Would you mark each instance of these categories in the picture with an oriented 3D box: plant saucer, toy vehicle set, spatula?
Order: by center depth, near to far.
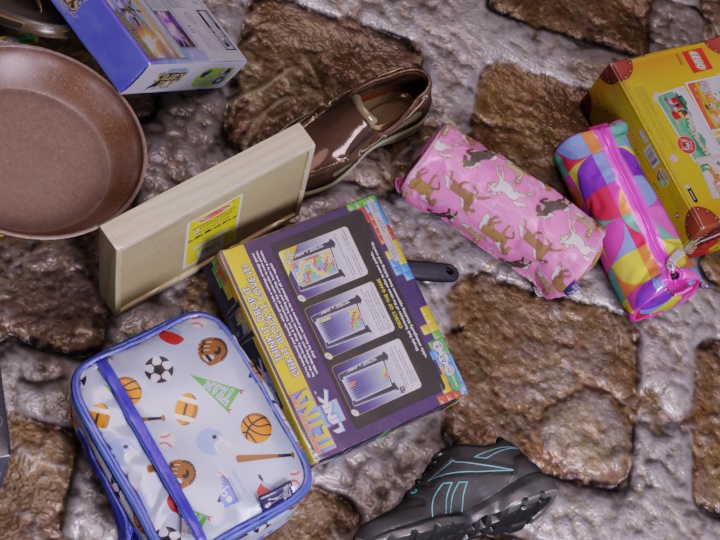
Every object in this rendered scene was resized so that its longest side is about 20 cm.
[{"bbox_3d":[-0.279,-0.100,1.328,0.200,0.037,0.201,13,53,-17],"label":"plant saucer"},{"bbox_3d":[-0.133,-0.043,1.375,0.200,0.124,0.027,-30,71,-23],"label":"toy vehicle set"},{"bbox_3d":[0.000,0.000,1.472,0.199,0.021,0.057,1,59,-19],"label":"spatula"}]

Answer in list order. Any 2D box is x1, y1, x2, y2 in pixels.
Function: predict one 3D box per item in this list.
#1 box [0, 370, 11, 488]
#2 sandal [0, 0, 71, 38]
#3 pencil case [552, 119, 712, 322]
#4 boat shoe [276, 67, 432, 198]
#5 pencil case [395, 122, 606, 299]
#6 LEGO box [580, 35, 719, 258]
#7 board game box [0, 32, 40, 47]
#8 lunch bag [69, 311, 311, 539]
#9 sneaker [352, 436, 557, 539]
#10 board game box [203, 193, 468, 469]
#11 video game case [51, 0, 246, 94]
[{"bbox_3d":[-0.351,0.078,1.260,0.122,0.106,0.201,-3,64,-21],"label":"box"},{"bbox_3d":[-0.309,-0.278,1.457,0.081,0.055,0.200,4,40,-23],"label":"sandal"},{"bbox_3d":[0.260,-0.049,1.549,0.088,0.088,0.201,-15,67,-25],"label":"pencil case"},{"bbox_3d":[-0.014,-0.138,1.508,0.202,0.075,0.075,-35,79,-30],"label":"boat shoe"},{"bbox_3d":[0.133,-0.055,1.510,0.200,0.083,0.087,35,66,0],"label":"pencil case"},{"bbox_3d":[0.338,-0.125,1.620,0.148,0.077,0.201,-15,69,-26],"label":"LEGO box"},{"bbox_3d":[-0.349,-0.108,1.379,0.199,0.057,0.166,-18,69,-26],"label":"board game box"},{"bbox_3d":[-0.143,0.146,1.308,0.160,0.076,0.200,-24,72,-26],"label":"lunch bag"},{"bbox_3d":[0.072,0.200,1.373,0.199,0.076,0.079,-13,55,-31],"label":"sneaker"},{"bbox_3d":[-0.021,0.054,1.401,0.165,0.057,0.201,-21,81,-26],"label":"board game box"},{"bbox_3d":[-0.215,-0.251,1.455,0.200,0.045,0.181,53,23,9],"label":"video game case"}]
